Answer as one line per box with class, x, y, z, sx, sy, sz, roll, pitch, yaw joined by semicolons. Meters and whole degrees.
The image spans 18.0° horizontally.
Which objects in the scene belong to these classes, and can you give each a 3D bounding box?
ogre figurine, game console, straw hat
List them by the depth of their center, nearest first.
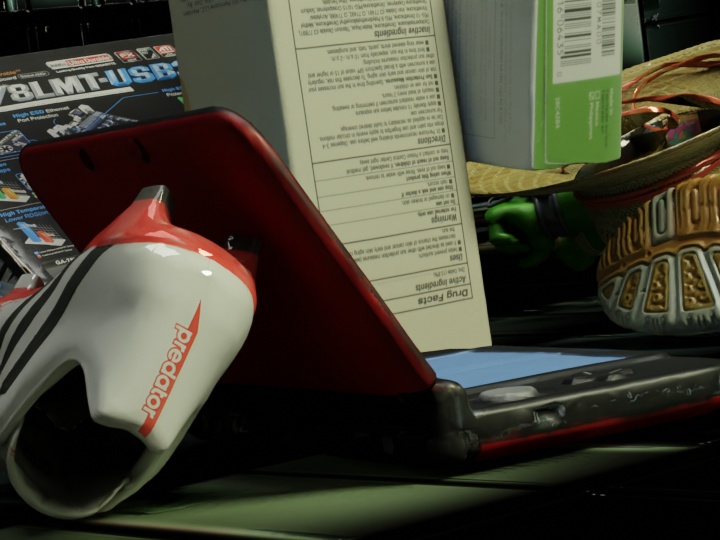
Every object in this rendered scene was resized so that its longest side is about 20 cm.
game console;0.000;0.000;0.773;0.172;0.119;0.200;-9;4;-27
straw hat;0.149;-0.041;1.095;0.200;0.085;0.201;-20;14;5
ogre figurine;0.173;-0.031;1.242;0.120;0.098;0.200;-21;-38;40

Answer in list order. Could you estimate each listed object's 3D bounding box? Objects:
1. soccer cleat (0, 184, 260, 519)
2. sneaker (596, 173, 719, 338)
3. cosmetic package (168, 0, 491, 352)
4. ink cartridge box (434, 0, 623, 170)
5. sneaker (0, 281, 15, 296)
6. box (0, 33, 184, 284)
soccer cleat;-0.094;0.043;0.715;0.068;0.085;0.200;29;-30;-18
sneaker;0.200;-0.003;0.983;0.199;0.076;0.088;-16;-31;34
cosmetic package;-0.014;-0.050;0.975;0.105;0.201;0.071;-8;2;-41
ink cartridge box;0.028;-0.110;1.038;0.059;0.104;0.200;-10;15;-42
sneaker;-0.206;0.049;0.969;0.200;0.066;0.078;-5;17;41
box;-0.106;-0.032;1.060;0.200;0.050;0.198;-13;44;-40
